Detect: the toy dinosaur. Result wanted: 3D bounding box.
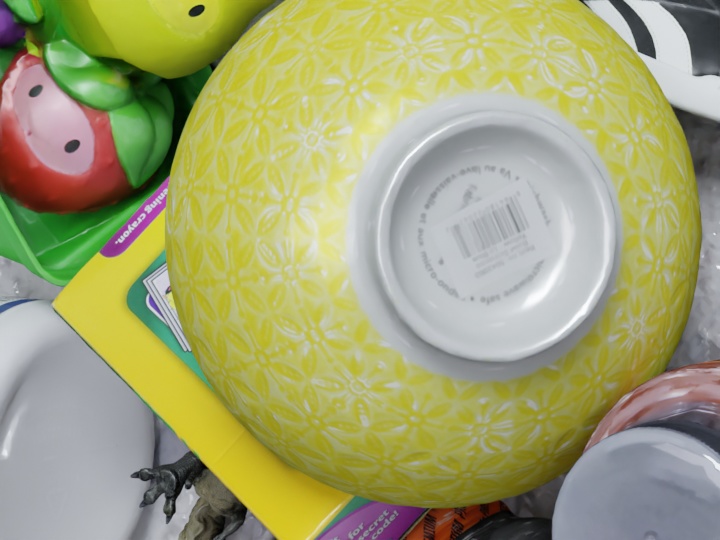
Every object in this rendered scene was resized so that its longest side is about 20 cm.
[{"bbox_3d":[-0.047,0.077,0.855,0.047,0.088,0.200,45,115,13],"label":"toy dinosaur"}]

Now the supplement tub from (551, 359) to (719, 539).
[{"bbox_3d":[0.142,0.081,0.665,0.106,0.199,0.108,0,90,33],"label":"supplement tub"}]

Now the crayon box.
[{"bbox_3d":[0.000,0.000,0.780,0.200,0.058,0.172,-46,56,-5],"label":"crayon box"}]

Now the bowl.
[{"bbox_3d":[0.035,-0.012,0.654,0.198,0.108,0.202,0,92,-10],"label":"bowl"}]

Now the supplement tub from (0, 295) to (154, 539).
[{"bbox_3d":[-0.216,0.081,0.933,0.199,0.145,0.146,4,93,33],"label":"supplement tub"}]

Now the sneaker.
[{"bbox_3d":[0.126,-0.124,0.748,0.199,0.073,0.113,24,104,31],"label":"sneaker"}]

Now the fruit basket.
[{"bbox_3d":[-0.123,-0.114,0.845,0.215,0.155,0.217,28,139,27],"label":"fruit basket"}]

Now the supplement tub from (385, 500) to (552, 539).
[{"bbox_3d":[0.086,0.183,0.749,0.200,0.122,0.123,39,111,26],"label":"supplement tub"}]
